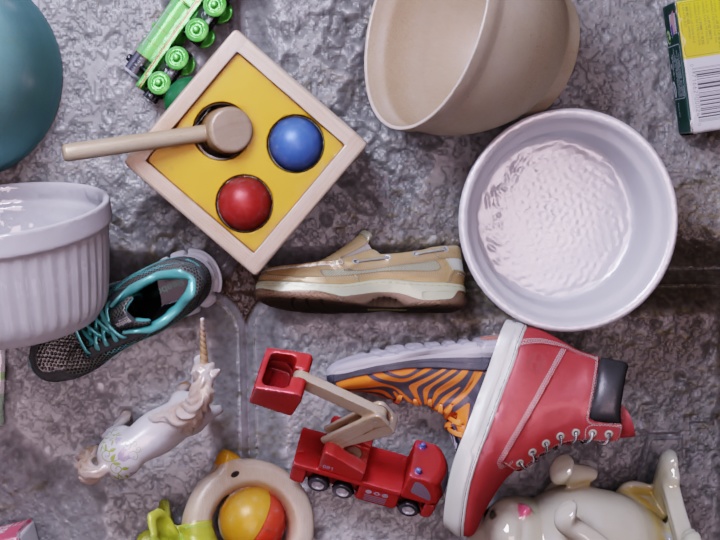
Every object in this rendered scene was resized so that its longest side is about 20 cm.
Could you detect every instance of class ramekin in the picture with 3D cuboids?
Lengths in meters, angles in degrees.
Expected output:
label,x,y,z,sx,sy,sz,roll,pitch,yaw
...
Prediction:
label,x,y,z,sx,sy,sz,roll,pitch,yaw
ramekin,0.186,-0.047,1.253,0.199,0.098,0.202,0,93,-2
ramekin,-0.313,-0.004,1.178,0.199,0.200,0.106,-4,106,-2

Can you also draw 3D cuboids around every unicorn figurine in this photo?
label,x,y,z,sx,sy,sz,roll,pitch,yaw
unicorn figurine,-0.179,0.135,1.232,0.074,0.137,0.200,42,91,-3

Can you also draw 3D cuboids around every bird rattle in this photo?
label,x,y,z,sx,sy,sz,roll,pitch,yaw
bird rattle,-0.106,0.262,1.266,0.199,0.113,0.164,28,76,-6

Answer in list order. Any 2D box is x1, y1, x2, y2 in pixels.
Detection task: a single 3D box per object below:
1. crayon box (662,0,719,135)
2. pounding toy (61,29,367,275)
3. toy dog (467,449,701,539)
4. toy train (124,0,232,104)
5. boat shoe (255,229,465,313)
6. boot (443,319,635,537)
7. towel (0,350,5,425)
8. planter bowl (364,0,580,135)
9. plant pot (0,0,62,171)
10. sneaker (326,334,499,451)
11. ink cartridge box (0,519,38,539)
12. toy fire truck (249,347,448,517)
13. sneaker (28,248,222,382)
label,x,y,z,sx,sy,sz,roll,pitch,yaw
crayon box,0.396,-0.205,1.274,0.199,0.051,0.128,-8,94,-1
pounding toy,-0.128,-0.109,1.216,0.200,0.142,0.184,40,91,-4
toy dog,0.199,0.258,1.266,0.199,0.140,0.194,0,138,-2
toy train,-0.152,-0.247,1.260,0.056,0.042,0.200,37,92,6
boat shoe,0.000,0.000,1.272,0.199,0.072,0.077,2,80,-10
boot,0.164,0.161,1.205,0.144,0.072,0.201,21,89,9
towel,-0.414,0.046,1.276,0.152,0.023,0.201,2,93,-3
planter bowl,0.111,-0.209,1.208,0.134,0.200,0.201,12,93,-29
plant pot,-0.379,-0.181,1.195,0.199,0.161,0.202,0,93,-3
sneaker,0.070,0.125,1.270,0.199,0.078,0.113,-5,93,-2
ink cartridge box,-0.393,0.333,1.264,0.199,0.085,0.146,-14,94,-3
toy fire truck,-0.007,0.152,1.241,0.199,0.049,0.141,16,137,-1
sneaker,-0.225,0.041,1.248,0.199,0.091,0.078,-32,93,0
